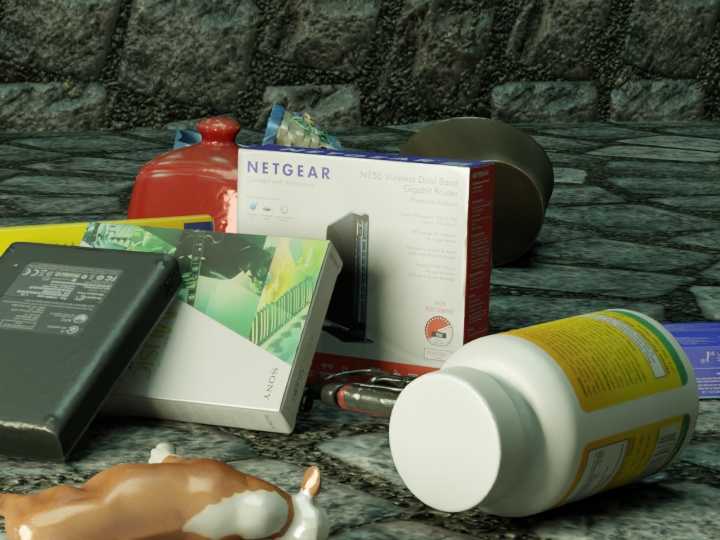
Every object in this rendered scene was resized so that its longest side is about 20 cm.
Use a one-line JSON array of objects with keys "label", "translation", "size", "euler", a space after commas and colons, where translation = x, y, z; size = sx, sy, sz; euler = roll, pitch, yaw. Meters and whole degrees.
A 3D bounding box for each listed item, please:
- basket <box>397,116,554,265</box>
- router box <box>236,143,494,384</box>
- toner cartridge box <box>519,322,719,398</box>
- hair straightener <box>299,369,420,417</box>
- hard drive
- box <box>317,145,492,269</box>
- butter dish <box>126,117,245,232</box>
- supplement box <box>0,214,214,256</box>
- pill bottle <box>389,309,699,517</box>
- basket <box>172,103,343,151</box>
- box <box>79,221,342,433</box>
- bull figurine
[{"label": "basket", "translation": [0.128, -0.081, 2.351], "size": [0.180, 0.136, 0.200], "euler": [6, 13, -3]}, {"label": "router box", "translation": [0.000, 0.000, 1.681], "size": [0.200, 0.180, 0.049], "euler": [5, 10, 26]}, {"label": "toner cartridge box", "translation": [0.231, 0.070, 1.705], "size": [0.200, 0.043, 0.095], "euler": [-1, 9, -13]}, {"label": "hair straightener", "translation": [0.048, 0.097, 1.563], "size": [0.200, 0.041, 0.077], "euler": [1, 8, 29]}, {"label": "hard drive", "translation": [-0.226, 0.052, 1.523], "size": [0.139, 0.033, 0.200], "euler": [5, 37, 21]}, {"label": "box", "translation": [0.024, -0.020, 1.884], "size": [0.163, 0.086, 0.200], "euler": [16, 19, -4]}, {"label": "butter dish", "translation": [-0.147, -0.084, 2.262], "size": [0.199, 0.148, 0.200], "euler": [4, 10, 21]}, {"label": "supplement box", "translation": [-0.222, 0.018, 1.714], "size": [0.200, 0.110, 0.109], "euler": [-5, 1, -32]}, {"label": "pill bottle", "translation": [0.112, 0.090, 1.358], "size": [0.113, 0.113, 0.200], "euler": [9, 13, 39]}, {"label": "basket", "translation": [-0.118, -0.124, 2.528], "size": [0.200, 0.139, 0.176], "euler": [10, 9, -6]}, {"label": "box", "translation": [-0.126, 0.038, 1.587], "size": [0.200, 0.145, 0.036], "euler": [5, -30, 19]}, {"label": "bull figurine", "translation": [-0.115, 0.136, 1.206], "size": [0.200, 0.065, 0.121], "euler": [-2, 6, -34]}]
